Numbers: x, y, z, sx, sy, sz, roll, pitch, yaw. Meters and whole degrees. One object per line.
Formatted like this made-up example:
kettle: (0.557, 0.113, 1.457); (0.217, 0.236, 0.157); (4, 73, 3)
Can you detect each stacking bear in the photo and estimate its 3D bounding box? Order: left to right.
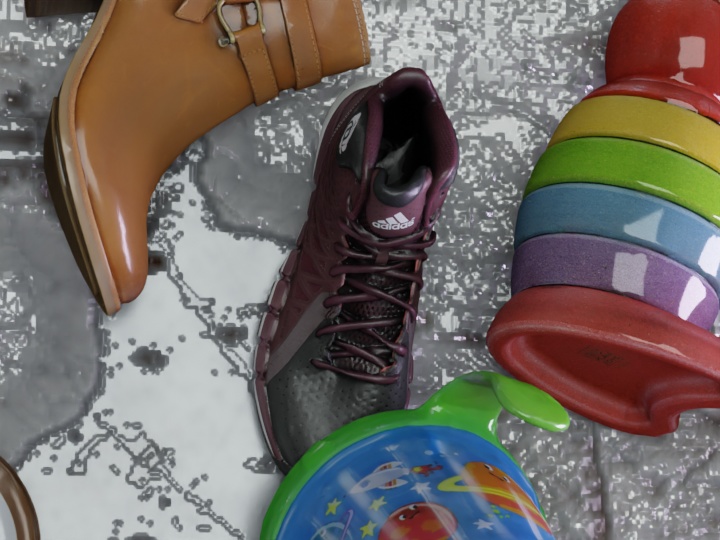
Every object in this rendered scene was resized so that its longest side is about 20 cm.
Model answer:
stacking bear: (0.137, -0.041, 1.001); (0.113, 0.121, 0.201); (23, 70, -13)

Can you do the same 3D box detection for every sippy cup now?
sippy cup: (0.035, 0.143, 0.922); (0.139, 0.130, 0.179); (-17, 109, -12)

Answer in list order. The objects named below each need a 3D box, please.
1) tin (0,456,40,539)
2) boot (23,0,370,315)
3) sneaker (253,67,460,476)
tin: (-0.223, 0.160, 0.946); (0.112, 0.042, 0.200); (33, 79, 1)
boot: (-0.070, -0.086, 0.987); (0.154, 0.074, 0.201); (-6, 86, -14)
sneaker: (0.000, 0.000, 0.963); (0.075, 0.116, 0.201); (9, 81, -8)
